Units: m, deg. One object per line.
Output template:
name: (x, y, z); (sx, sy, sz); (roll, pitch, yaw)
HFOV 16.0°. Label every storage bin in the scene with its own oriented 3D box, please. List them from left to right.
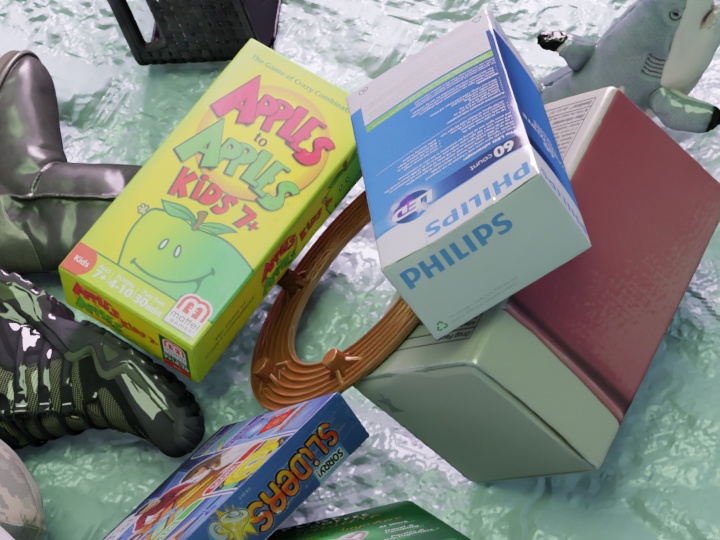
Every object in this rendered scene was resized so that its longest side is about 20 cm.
storage bin: (-0.108, -0.251, 1.737); (0.094, 0.135, 0.200); (-1, 56, 15)

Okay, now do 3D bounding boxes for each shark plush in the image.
shark plush: (0.143, -0.131, 1.606); (0.200, 0.083, 0.091); (-11, 48, 38)

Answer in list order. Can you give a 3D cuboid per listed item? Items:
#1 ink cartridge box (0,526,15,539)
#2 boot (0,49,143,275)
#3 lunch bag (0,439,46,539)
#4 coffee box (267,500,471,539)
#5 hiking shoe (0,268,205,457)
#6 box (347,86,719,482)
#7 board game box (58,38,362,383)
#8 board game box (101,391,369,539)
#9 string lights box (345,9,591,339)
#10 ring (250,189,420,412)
ink cartridge box: (-0.273, 0.163, 1.337); (0.084, 0.200, 0.146); (36, 84, 35)
boot: (-0.155, -0.060, 1.662); (0.200, 0.073, 0.182); (-1, 70, 23)
lunch bag: (-0.299, 0.112, 1.509); (0.200, 0.164, 0.118); (31, 92, 35)
coffee box: (-0.002, 0.171, 1.389); (0.123, 0.200, 0.044); (-13, 97, -13)
hiking shoe: (-0.183, 0.079, 1.585); (0.200, 0.076, 0.101); (30, 85, 32)
box: (0.105, 0.010, 1.490); (0.128, 0.109, 0.200); (-12, 44, 56)
board game box: (-0.083, -0.039, 1.574); (0.101, 0.048, 0.200); (30, 65, 17)
board game box: (-0.100, 0.150, 1.448); (0.200, 0.034, 0.135); (-43, 13, -32)
string lights box: (0.057, -0.058, 1.444); (0.103, 0.059, 0.200); (-31, 30, 13)
ring: (0.000, 0.000, 1.538); (0.200, 0.019, 0.201); (-40, 25, 23)
